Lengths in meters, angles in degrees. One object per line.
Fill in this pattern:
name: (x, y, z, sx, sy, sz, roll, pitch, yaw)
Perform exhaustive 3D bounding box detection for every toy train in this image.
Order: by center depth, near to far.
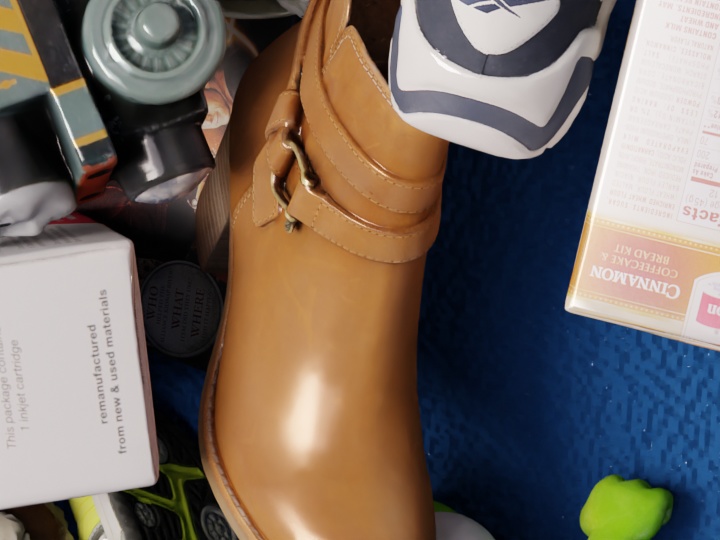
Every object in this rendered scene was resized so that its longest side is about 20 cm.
toy train: (-0.120, -0.106, 0.790, 0.114, 0.085, 0.201, -21, 86, -13)

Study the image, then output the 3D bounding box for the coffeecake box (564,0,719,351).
coffeecake box: (0.125, -0.085, 0.763, 0.073, 0.154, 0.201, 14, 100, 7)

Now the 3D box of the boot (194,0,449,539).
boot: (0.000, 0.000, 0.786, 0.155, 0.073, 0.201, -56, 45, 49)

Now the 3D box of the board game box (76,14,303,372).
board game box: (-0.081, -0.076, 0.931, 0.135, 0.035, 0.201, 18, 101, 23)

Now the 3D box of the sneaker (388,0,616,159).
sneaker: (0.059, -0.145, 0.730, 0.079, 0.200, 0.130, 20, 140, 5)

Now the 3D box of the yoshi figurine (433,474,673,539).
yoshi figurine: (0.063, 0.130, 0.862, 0.199, 0.113, 0.112, 25, 145, 7)

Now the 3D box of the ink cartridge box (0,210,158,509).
ink cartridge box: (-0.177, 0.036, 0.821, 0.199, 0.148, 0.086, -9, 99, -12)

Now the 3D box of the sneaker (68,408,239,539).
sneaker: (-0.075, 0.143, 0.923, 0.076, 0.075, 0.201, -31, 76, 31)

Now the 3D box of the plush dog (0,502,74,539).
plush dog: (-0.229, 0.123, 0.917, 0.200, 0.171, 0.161, 33, 111, 42)

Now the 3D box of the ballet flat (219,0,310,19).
ballet flat: (-0.074, -0.126, 0.873, 0.199, 0.072, 0.072, 19, 101, 24)
